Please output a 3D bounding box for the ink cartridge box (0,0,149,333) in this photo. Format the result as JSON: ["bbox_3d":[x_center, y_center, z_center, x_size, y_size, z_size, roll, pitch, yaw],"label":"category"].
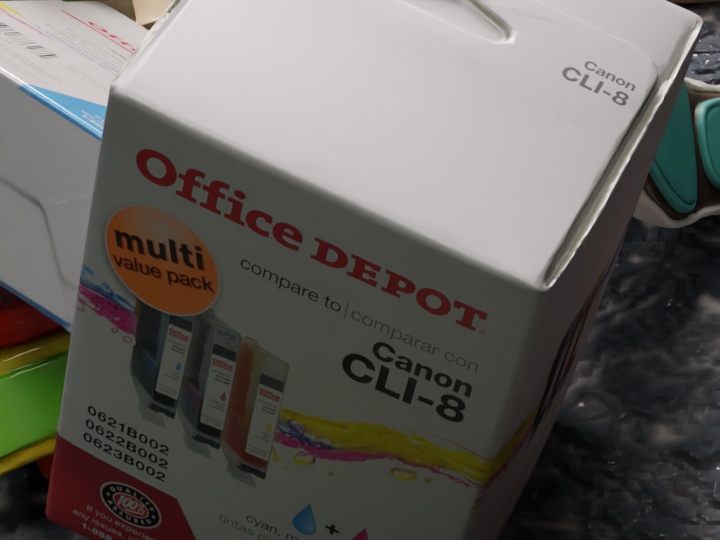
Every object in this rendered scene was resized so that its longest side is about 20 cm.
[{"bbox_3d":[-0.102,-0.045,0.923,0.115,0.068,0.200,33,13,9],"label":"ink cartridge box"}]

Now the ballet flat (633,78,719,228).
[{"bbox_3d":[0.100,-0.045,0.907,0.069,0.070,0.200,10,2,25],"label":"ballet flat"}]

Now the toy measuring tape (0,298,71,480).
[{"bbox_3d":[-0.112,0.047,0.864,0.073,0.074,0.200,-3,10,10],"label":"toy measuring tape"}]

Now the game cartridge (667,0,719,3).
[{"bbox_3d":[0.208,-0.186,1.142,0.198,0.033,0.177,-4,38,11],"label":"game cartridge"}]

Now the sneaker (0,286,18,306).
[{"bbox_3d":[-0.214,-0.009,0.994,0.199,0.074,0.087,13,45,29],"label":"sneaker"}]

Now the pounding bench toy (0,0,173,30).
[{"bbox_3d":[-0.195,-0.162,1.025,0.198,0.157,0.124,-18,37,-12],"label":"pounding bench toy"}]

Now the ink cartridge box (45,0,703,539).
[{"bbox_3d":[0.000,0.000,0.793,0.144,0.201,0.145,24,45,10],"label":"ink cartridge box"}]
